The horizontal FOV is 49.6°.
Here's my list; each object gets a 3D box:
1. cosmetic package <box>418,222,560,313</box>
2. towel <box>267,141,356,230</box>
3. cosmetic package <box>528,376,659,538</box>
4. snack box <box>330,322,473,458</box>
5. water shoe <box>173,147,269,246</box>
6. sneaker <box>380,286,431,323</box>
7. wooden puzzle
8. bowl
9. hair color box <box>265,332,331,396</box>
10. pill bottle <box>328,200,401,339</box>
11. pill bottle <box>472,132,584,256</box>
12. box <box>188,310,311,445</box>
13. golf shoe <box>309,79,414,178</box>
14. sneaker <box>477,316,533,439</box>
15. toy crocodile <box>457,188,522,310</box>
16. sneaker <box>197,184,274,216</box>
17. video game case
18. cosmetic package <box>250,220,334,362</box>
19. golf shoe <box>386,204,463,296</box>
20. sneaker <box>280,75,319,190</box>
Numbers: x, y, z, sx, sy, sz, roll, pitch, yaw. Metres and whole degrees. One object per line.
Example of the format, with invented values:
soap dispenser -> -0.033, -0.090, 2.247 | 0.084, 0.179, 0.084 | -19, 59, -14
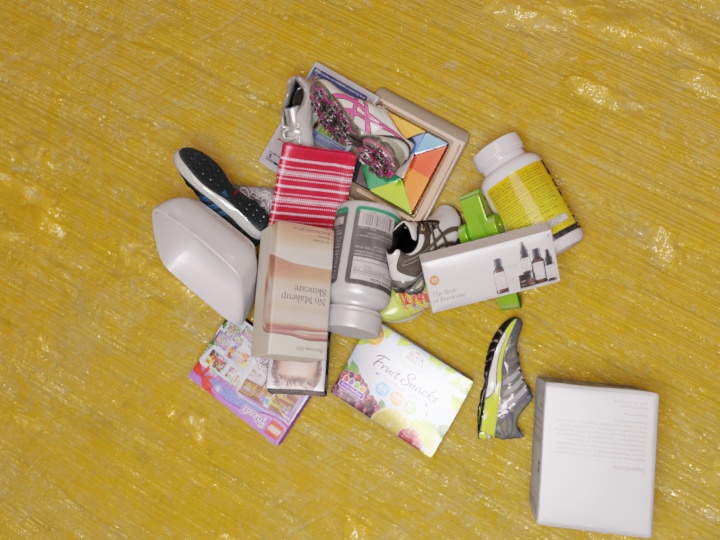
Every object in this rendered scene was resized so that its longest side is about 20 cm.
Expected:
cosmetic package -> 0.192, -0.004, 1.165 | 0.196, 0.051, 0.084 | -15, 105, 5
towel -> -0.081, -0.103, 1.289 | 0.142, 0.022, 0.205 | 5, 100, -33
cosmetic package -> 0.346, 0.273, 1.175 | 0.162, 0.167, 0.205 | 4, 85, 9
snack box -> 0.069, 0.191, 1.286 | 0.198, 0.053, 0.144 | 30, 89, 10
water shoe -> -0.239, -0.111, 1.273 | 0.200, 0.072, 0.079 | 44, 125, -4
sneaker -> 0.106, 0.027, 1.274 | 0.197, 0.090, 0.080 | -24, 83, 8
wooden puzzle -> 0.064, -0.188, 1.326 | 0.183, 0.037, 0.203 | 29, 90, 11
bowl -> -0.242, -0.024, 1.268 | 0.198, 0.201, 0.075 | 37, 63, 12
hair color box -> -0.098, 0.101, 1.291 | 0.098, 0.061, 0.205 | 3, 74, 1
pill bottle -> 0.000, 0.000, 1.254 | 0.110, 0.113, 0.205 | 7, 76, 10
pill bottle -> 0.263, -0.112, 1.248 | 0.111, 0.112, 0.203 | -29, 82, 6
box -> -0.179, 0.182, 1.334 | 0.198, 0.039, 0.138 | 35, 90, 10
golf shoe -> 0.001, -0.245, 1.287 | 0.200, 0.073, 0.092 | 44, 60, -1
sneaker -> 0.240, 0.177, 1.257 | 0.079, 0.074, 0.205 | 10, 93, 1
toy crocodile -> 0.210, -0.031, 1.236 | 0.067, 0.061, 0.203 | -24, 91, 31
sneaker -> -0.187, -0.109, 1.338 | 0.195, 0.082, 0.077 | 1, 85, 9
video game case -> -0.072, -0.241, 1.348 | 0.142, 0.018, 0.202 | 32, 93, 21
cosmetic package -> -0.105, 0.036, 1.210 | 0.101, 0.087, 0.205 | 7, 79, -25
golf shoe -> 0.103, -0.055, 1.240 | 0.076, 0.095, 0.201 | -3, 40, 36
sneaker -> -0.109, -0.228, 1.304 | 0.073, 0.087, 0.205 | -3, 82, 16
